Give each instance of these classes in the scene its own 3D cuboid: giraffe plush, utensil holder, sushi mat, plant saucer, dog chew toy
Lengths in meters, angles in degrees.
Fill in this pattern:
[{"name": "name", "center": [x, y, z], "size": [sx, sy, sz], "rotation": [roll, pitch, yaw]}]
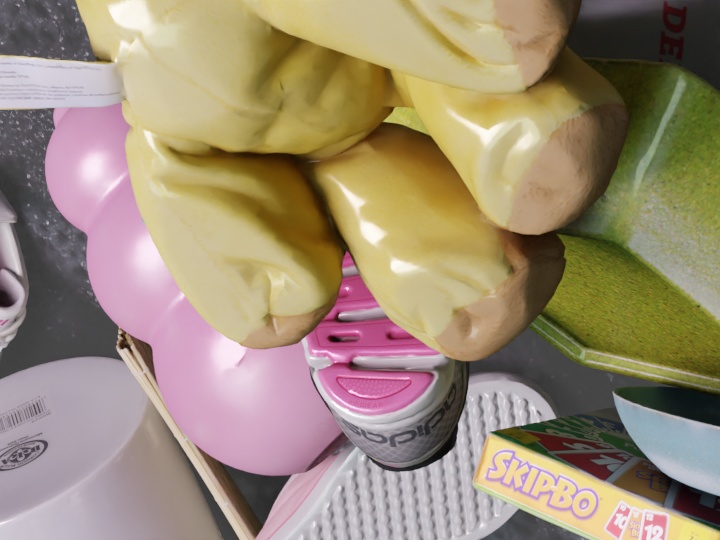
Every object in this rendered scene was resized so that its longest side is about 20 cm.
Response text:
[{"name": "giraffe plush", "center": [-0.014, -0.088, 0.625], "size": [0.198, 0.163, 0.173], "rotation": [17, 131, -3]}, {"name": "utensil holder", "center": [-0.152, 0.174, 1.098], "size": [0.169, 0.170, 0.201], "rotation": [4, 126, 39]}, {"name": "sushi mat", "center": [-0.079, 0.103, 1.052], "size": [0.201, 0.012, 0.096], "rotation": [60, 179, -20]}, {"name": "plant saucer", "center": [0.186, 0.070, 0.704], "size": [0.199, 0.199, 0.028], "rotation": [11, 93, 34]}, {"name": "dog chew toy", "center": [-0.066, -0.006, 0.905], "size": [0.200, 0.124, 0.125], "rotation": [48, 142, 8]}, {"name": "plant saucer", "center": [0.093, -0.006, 0.716], "size": [0.199, 0.048, 0.199], "rotation": [34, 166, -36]}]

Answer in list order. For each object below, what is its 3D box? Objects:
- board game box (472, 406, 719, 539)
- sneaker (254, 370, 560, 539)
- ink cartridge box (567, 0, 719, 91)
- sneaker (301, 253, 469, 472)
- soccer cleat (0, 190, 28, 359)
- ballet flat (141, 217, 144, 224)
[{"name": "board game box", "center": [0.127, 0.083, 0.783], "size": [0.095, 0.200, 0.030], "rotation": [22, 98, 26]}, {"name": "sneaker", "center": [0.017, 0.102, 0.971], "size": [0.075, 0.105, 0.200], "rotation": [45, 112, -7]}, {"name": "ink cartridge box", "center": [0.058, -0.135, 0.700], "size": [0.199, 0.086, 0.149], "rotation": [21, 136, 23]}, {"name": "sneaker", "center": [0.000, 0.000, 0.815], "size": [0.073, 0.201, 0.088], "rotation": [-16, 139, 0]}, {"name": "soccer cleat", "center": [-0.219, 0.026, 1.093], "size": [0.086, 0.070, 0.201], "rotation": [35, 140, 28]}, {"name": "ballet flat", "center": [-0.053, -0.100, 0.797], "size": [0.063, 0.202, 0.067], "rotation": [4, 158, -13]}]
